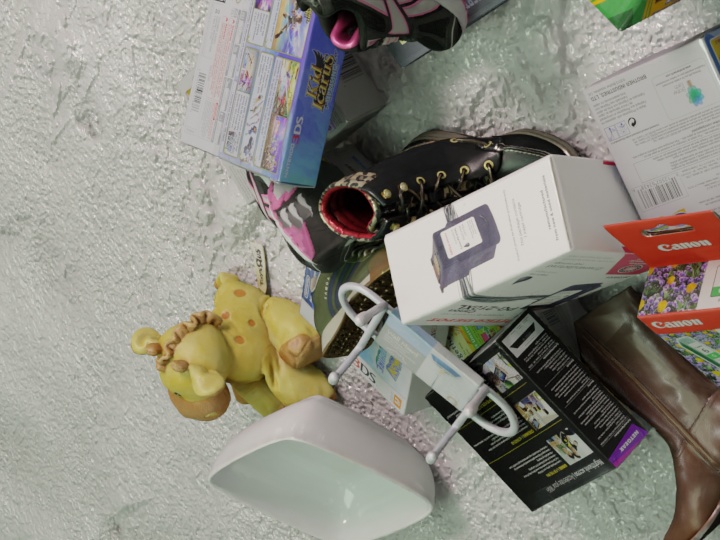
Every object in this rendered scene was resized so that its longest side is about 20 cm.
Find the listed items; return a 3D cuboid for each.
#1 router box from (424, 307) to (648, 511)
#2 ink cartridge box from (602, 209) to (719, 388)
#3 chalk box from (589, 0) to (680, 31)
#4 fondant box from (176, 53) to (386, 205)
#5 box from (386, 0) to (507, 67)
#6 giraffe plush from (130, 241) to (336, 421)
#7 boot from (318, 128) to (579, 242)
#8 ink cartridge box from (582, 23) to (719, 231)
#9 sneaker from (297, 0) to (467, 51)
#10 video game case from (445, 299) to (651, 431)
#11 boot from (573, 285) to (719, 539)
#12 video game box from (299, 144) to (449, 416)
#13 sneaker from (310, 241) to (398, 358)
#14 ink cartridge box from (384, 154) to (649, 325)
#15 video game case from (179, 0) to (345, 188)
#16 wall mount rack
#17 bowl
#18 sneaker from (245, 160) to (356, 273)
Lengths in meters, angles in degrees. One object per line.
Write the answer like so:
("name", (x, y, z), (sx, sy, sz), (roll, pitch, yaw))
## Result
("router box", (0.150, 0.128, 1.578), (0.149, 0.051, 0.200), (47, 156, 2))
("ink cartridge box", (0.280, 0.029, 1.383), (0.109, 0.051, 0.200), (-8, 144, 46))
("chalk box", (0.225, -0.297, 1.284), (0.124, 0.124, 0.200), (48, 140, 15))
("fondant box", (-0.081, -0.171, 1.737), (0.200, 0.058, 0.145), (-34, 86, 50))
("box", (0.063, -0.282, 1.513), (0.200, 0.051, 0.158), (-28, 96, 51))
("giraffe plush", (-0.142, 0.093, 1.870), (0.172, 0.162, 0.201), (-7, 107, 48))
("boot", (0.078, -0.068, 1.549), (0.203, 0.153, 0.074), (8, 117, 44))
("ink cartridge box", (0.278, -0.081, 1.390), (0.136, 0.076, 0.201), (-20, 95, 51))
("sneaker", (0.007, -0.212, 1.432), (0.080, 0.200, 0.087), (21, 87, 39))
("video game case", (0.158, 0.089, 1.659), (0.182, 0.023, 0.201), (-32, 88, 50))
("boot", (0.250, 0.133, 1.550), (0.200, 0.064, 0.187), (41, 123, 18))
("video game box", (0.017, 0.010, 1.726), (0.182, 0.047, 0.201), (40, 136, 36))
("sneaker", (0.000, 0.000, 1.635), (0.200, 0.067, 0.090), (-53, 48, 54))
("ink cartridge box", (0.140, -0.020, 1.479), (0.199, 0.144, 0.085), (-25, 70, 44))
("video game case", (-0.081, -0.191, 1.592), (0.181, 0.045, 0.202), (25, 104, 53))
("wall mount rack", (0.047, 0.087, 1.518), (0.200, 0.075, 0.174), (39, 155, 6))
("bowl", (-0.036, 0.202, 1.839), (0.199, 0.075, 0.200), (29, 145, -23))
("sneaker", (-0.056, -0.064, 1.661), (0.087, 0.080, 0.201), (86, 164, -47))
